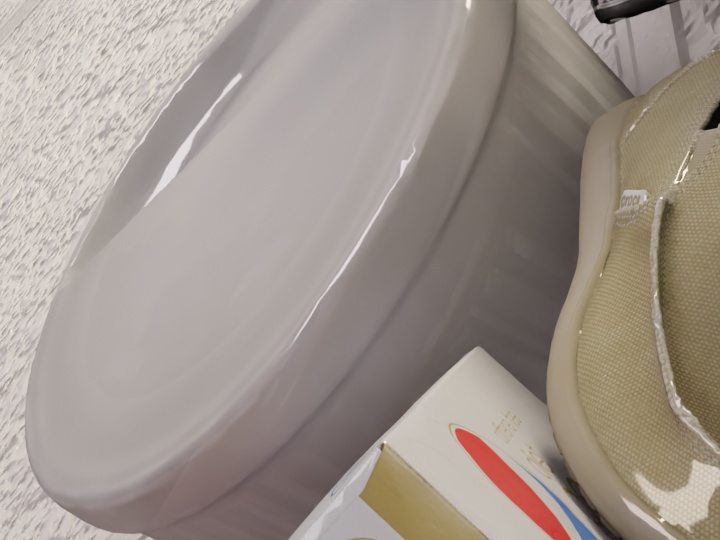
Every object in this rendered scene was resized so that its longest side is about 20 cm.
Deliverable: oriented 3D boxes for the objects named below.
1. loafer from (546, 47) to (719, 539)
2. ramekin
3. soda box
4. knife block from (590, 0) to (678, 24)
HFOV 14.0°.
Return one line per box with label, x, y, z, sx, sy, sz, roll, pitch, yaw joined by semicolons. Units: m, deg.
loafer;0.089;0.004;0.675;0.068;0.076;0.200;-50;22;29
ramekin;0.000;0.000;0.832;0.202;0.094;0.203;-43;27;28
soda box;0.021;0.068;0.629;0.064;0.068;0.200;-49;-3;8
knife block;0.142;-0.113;0.728;0.199;0.064;0.176;-14;0;15
